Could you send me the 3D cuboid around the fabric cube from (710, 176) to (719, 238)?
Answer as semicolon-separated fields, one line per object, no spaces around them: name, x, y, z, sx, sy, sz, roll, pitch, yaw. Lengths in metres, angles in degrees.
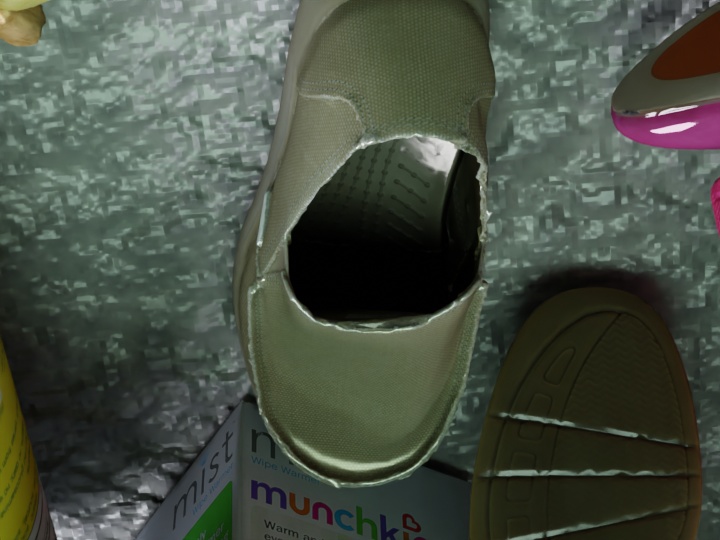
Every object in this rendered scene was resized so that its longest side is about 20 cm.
fabric cube;0.220;0.079;0.785;0.200;0.200;0.196;-12;155;12

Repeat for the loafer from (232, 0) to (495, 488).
loafer;0.000;0.000;0.831;0.076;0.068;0.200;1;134;-2

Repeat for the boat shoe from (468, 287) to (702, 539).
boat shoe;0.069;0.108;0.879;0.072;0.201;0.066;-1;171;-1

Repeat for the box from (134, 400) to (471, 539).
box;-0.044;0.177;0.926;0.097;0.177;0.200;21;130;-21

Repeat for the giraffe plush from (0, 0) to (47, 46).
giraffe plush;-0.142;-0.107;0.678;0.162;0.173;0.200;13;106;-45

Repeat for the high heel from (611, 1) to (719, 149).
high heel;0.174;-0.043;0.791;0.200;0.067;0.096;-13;122;7

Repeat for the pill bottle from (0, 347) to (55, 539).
pill bottle;-0.154;0.072;0.857;0.112;0.113;0.200;-5;134;3
